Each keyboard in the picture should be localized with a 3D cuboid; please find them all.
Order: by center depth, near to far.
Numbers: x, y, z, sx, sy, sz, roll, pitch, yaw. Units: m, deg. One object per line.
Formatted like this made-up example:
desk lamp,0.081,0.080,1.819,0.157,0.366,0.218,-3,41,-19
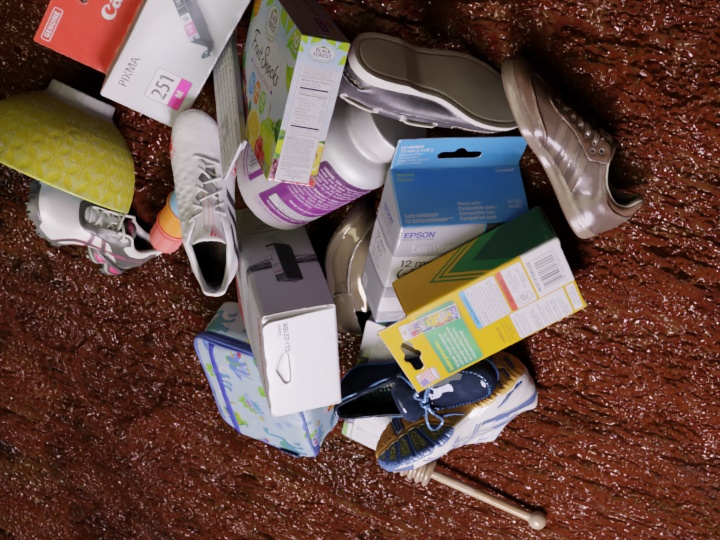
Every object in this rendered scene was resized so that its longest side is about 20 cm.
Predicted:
keyboard,-0.137,-0.185,1.364,0.011,0.201,0.056,12,139,-26

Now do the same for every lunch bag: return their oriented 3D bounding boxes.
lunch bag,-0.116,0.136,1.648,0.160,0.083,0.201,19,144,25

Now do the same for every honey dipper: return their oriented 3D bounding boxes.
honey dipper,0.136,0.273,1.654,0.199,0.038,0.038,24,134,10

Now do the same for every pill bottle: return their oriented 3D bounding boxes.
pill bottle,-0.029,-0.124,1.381,0.199,0.112,0.113,-23,111,42

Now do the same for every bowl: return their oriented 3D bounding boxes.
bowl,-0.339,-0.155,1.540,0.199,0.200,0.108,25,91,13

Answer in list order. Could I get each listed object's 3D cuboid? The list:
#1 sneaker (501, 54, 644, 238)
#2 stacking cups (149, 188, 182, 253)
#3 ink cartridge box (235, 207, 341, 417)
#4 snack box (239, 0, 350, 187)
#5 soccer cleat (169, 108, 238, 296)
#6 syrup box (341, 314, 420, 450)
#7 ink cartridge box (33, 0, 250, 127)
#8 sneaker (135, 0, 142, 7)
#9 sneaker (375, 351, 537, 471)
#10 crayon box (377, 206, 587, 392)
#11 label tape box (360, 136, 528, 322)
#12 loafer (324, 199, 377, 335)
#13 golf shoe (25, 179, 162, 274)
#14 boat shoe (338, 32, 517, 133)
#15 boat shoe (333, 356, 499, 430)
sneaker,0.204,-0.128,1.278,0.075,0.071,0.201,-22,114,20
stacking cups,-0.192,-0.087,1.562,0.060,0.061,0.200,40,141,-2
ink cartridge box,-0.085,0.040,1.485,0.083,0.201,0.145,-10,129,-10
snack box,-0.071,-0.185,1.280,0.053,0.200,0.143,8,114,-20
soccer cleat,-0.162,-0.069,1.410,0.068,0.085,0.202,-5,114,-2
syrup box,0.042,0.119,1.555,0.081,0.079,0.201,24,134,14
ink cartridge box,-0.220,-0.259,1.348,0.173,0.044,0.200,23,127,-19
sneaker,-0.221,-0.289,1.419,0.083,0.071,0.201,44,154,46
sneaker,0.113,0.177,1.507,0.199,0.076,0.088,-32,135,12
crayon box,0.118,0.031,1.355,0.199,0.052,0.126,-28,139,5
label tape box,0.091,-0.040,1.355,0.142,0.066,0.201,-3,138,-18
loafer,0.000,0.000,1.495,0.067,0.076,0.201,25,144,11
golf shoe,-0.319,-0.061,1.607,0.087,0.078,0.200,-9,157,26
boat shoe,0.063,-0.168,1.270,0.199,0.074,0.060,10,152,-31
boat shoe,0.060,0.140,1.456,0.199,0.069,0.084,-17,116,38
